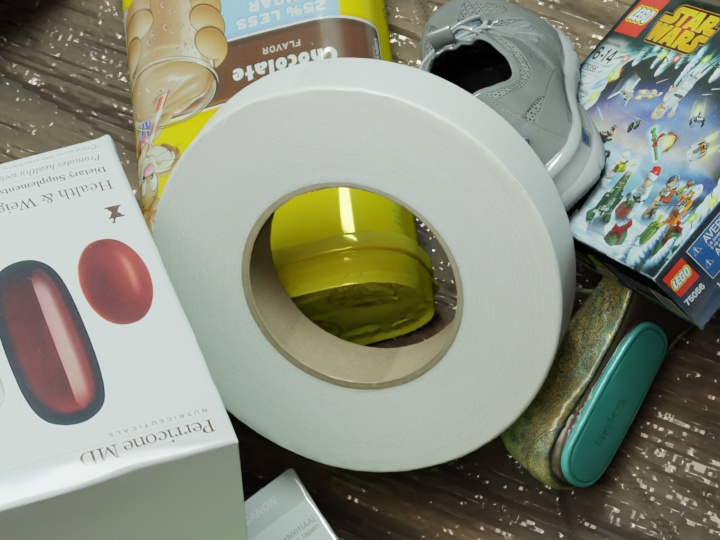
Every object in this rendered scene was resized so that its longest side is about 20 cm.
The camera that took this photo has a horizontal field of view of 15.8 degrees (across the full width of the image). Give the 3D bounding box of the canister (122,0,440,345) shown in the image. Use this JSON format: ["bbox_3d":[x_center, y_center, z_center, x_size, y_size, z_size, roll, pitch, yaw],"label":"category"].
[{"bbox_3d":[-0.047,-0.061,1.336,0.148,0.087,0.201,-14,67,16],"label":"canister"}]

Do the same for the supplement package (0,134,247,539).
[{"bbox_3d":[-0.168,0.076,1.170,0.190,0.148,0.200,-16,49,-13],"label":"supplement package"}]

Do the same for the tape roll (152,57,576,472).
[{"bbox_3d":[0.000,0.000,1.212,0.202,0.037,0.204,7,119,13],"label":"tape roll"}]

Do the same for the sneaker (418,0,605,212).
[{"bbox_3d":[0.063,-0.099,1.270,0.075,0.082,0.200,-43,26,8],"label":"sneaker"}]

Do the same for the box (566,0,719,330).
[{"bbox_3d":[0.147,-0.059,1.223,0.137,0.040,0.200,-49,25,-4],"label":"box"}]

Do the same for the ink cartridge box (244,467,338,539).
[{"bbox_3d":[-0.060,0.226,1.265,0.200,0.045,0.177,-36,65,5],"label":"ink cartridge box"}]

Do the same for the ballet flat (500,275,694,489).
[{"bbox_3d":[0.133,0.012,1.260,0.071,0.071,0.200,33,86,26],"label":"ballet flat"}]
